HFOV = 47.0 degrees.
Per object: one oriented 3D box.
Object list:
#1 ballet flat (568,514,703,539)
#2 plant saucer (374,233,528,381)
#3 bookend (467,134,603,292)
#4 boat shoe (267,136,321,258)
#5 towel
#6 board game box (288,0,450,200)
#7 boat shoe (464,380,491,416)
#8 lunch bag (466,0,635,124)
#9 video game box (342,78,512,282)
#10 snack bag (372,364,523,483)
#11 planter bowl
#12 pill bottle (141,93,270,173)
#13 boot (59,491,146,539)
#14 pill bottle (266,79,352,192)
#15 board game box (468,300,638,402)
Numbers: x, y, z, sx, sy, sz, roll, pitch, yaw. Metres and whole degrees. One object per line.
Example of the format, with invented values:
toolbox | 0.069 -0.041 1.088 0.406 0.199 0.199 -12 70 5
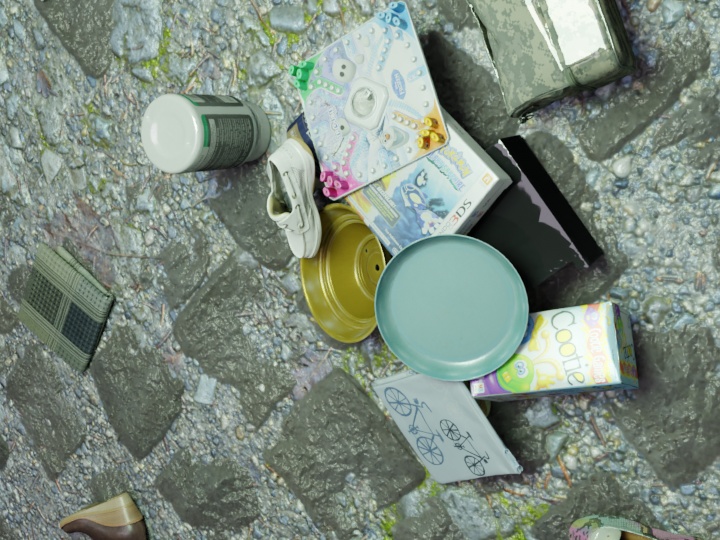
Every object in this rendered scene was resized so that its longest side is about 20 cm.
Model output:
ballet flat | 0.374 0.379 1.116 0.197 0.071 0.070 5 103 28
plant saucer | 0.117 0.046 1.069 0.197 0.027 0.203 4 111 11
bookend | 0.187 -0.042 1.130 0.198 0.092 0.201 -39 81 30
boat shoe | -0.103 -0.092 1.178 0.070 0.069 0.202 34 143 36
towel | -0.570 0.069 1.600 0.199 0.034 0.194 36 117 16
board game box | 0.004 -0.223 1.101 0.198 0.026 0.203 -23 79 32
boat shoe | 0.120 0.137 1.207 0.072 0.076 0.201 -40 80 28
lunch bag | 0.229 -0.306 1.031 0.166 0.139 0.203 -21 88 29
video game box | 0.074 -0.119 1.100 0.201 0.047 0.183 50 116 23
snack bag | 0.121 0.220 1.192 0.190 0.021 0.199 56 144 -4
planter bowl | 0.000 0.000 1.229 0.199 0.083 0.204 11 104 47
pill bottle | -0.228 -0.210 1.261 0.111 0.199 0.115 5 101 27
boot | -0.493 0.536 1.613 0.198 0.072 0.169 -23 86 26
pill bottle | -0.046 -0.193 1.217 0.200 0.111 0.112 -40 80 28
board game box | 0.253 0.112 1.101 0.197 0.104 0.105 -11 74 29
